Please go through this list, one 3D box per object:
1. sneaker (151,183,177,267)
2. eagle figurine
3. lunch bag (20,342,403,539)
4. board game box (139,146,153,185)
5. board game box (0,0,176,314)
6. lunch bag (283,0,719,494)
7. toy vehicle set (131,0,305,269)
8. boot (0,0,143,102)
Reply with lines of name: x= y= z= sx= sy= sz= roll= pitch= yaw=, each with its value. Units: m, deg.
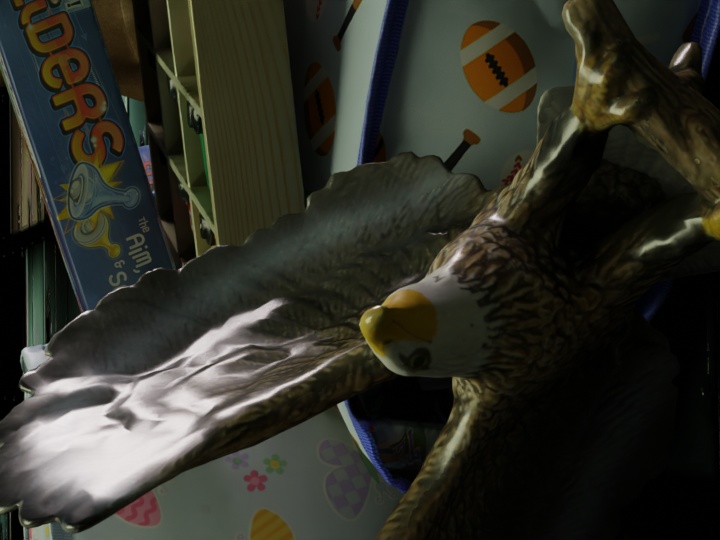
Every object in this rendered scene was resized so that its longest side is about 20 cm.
sneaker: x=-0.050 y=0.016 z=1.079 sx=0.073 sy=0.111 sz=0.201 roll=-132 pitch=44 yaw=-70
eagle figurine: x=0.021 y=0.027 z=0.616 sx=0.200 sy=0.151 sz=0.152 roll=-48 pitch=38 yaw=18
lunch bag: x=-0.039 y=0.115 z=0.927 sx=0.127 sy=0.169 sz=0.201 roll=111 pitch=152 yaw=-61
board game box: x=-0.091 y=0.040 z=1.301 sx=0.200 sy=0.034 sz=0.136 roll=-115 pitch=15 yaw=-54
board game box: x=-0.103 y=-0.057 z=0.857 sx=0.135 sy=0.034 sz=0.201 roll=-130 pitch=23 yaw=-72
lunch bag: x=0.028 y=-0.051 z=0.759 sx=0.170 sy=0.123 sz=0.201 roll=-121 pitch=43 yaw=-66
toy vehicle set: x=-0.048 y=-0.054 z=0.778 sx=0.200 sy=0.026 sz=0.125 roll=-131 pitch=34 yaw=-74
boot: x=-0.072 y=-0.082 z=1.001 sx=0.074 sy=0.199 sz=0.076 roll=35 pitch=-129 yaw=-85
